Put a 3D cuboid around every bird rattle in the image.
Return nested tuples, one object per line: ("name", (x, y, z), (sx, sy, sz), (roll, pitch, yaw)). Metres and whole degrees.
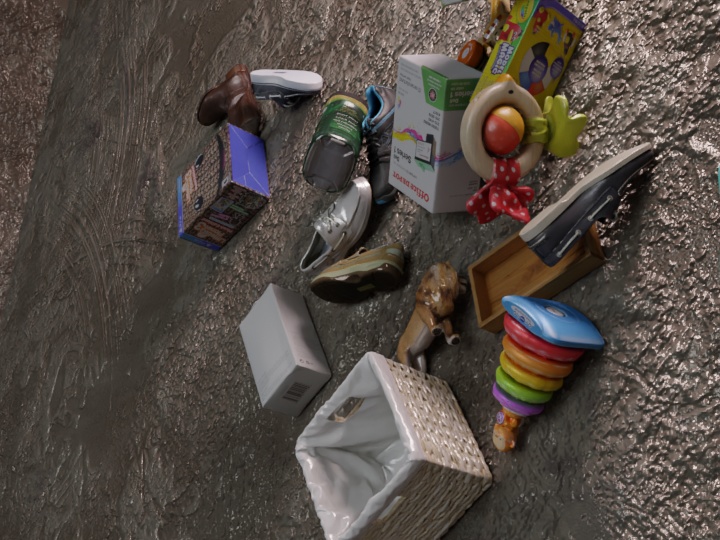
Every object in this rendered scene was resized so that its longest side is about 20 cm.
("bird rattle", (0.197, -0.168, 1.366), (0.200, 0.163, 0.113), (-47, 22, -2))

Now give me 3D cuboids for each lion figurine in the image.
("lion figurine", (0.090, 0.091, 1.465), (0.202, 0.071, 0.123), (-57, 30, 25))

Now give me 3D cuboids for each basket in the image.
("basket", (0.041, 0.257, 1.371), (0.199, 0.159, 0.201), (-52, 40, 23))

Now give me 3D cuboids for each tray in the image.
("tray", (0.232, -0.007, 1.351), (0.199, 0.037, 0.100), (-37, 46, 37))

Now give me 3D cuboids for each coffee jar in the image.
("coffee jar", (-0.039, -0.224, 1.719), (0.201, 0.084, 0.105), (-78, 10, -56))

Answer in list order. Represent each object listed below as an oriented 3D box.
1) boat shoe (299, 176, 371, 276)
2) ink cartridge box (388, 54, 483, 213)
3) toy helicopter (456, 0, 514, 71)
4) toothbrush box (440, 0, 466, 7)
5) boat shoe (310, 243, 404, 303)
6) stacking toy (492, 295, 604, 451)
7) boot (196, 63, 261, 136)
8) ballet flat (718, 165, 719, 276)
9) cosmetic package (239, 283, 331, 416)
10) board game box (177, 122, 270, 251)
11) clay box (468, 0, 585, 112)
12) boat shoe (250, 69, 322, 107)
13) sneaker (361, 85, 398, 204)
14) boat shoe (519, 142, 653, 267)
("boat shoe", (-0.044, -0.069, 1.694), (0.071, 0.068, 0.202), (56, 130, 43))
("ink cartridge box", (0.115, -0.204, 1.496), (0.145, 0.082, 0.204), (41, 133, 54))
("toy helicopter", (0.216, -0.380, 1.525), (0.132, 0.078, 0.203), (-42, 31, 43))
("toothbrush box", (0.199, -0.444, 1.431), (0.143, 0.200, 0.088), (-9, 105, 27))
("boat shoe", (0.000, 0.000, 1.644), (0.198, 0.071, 0.077), (-12, 49, 42))
("stacking toy", (0.208, 0.140, 1.272), (0.116, 0.108, 0.203), (43, 119, 50))
("boot", (-0.284, -0.321, 2.184), (0.187, 0.063, 0.202), (-46, 46, 33))
("ballet flat", (0.423, -0.038, 1.084), (0.066, 0.067, 0.204), (-14, 64, 41))
("cosmetic package", (-0.133, 0.135, 1.735), (0.113, 0.080, 0.202), (-49, 39, 26))
("board game box", (-0.284, -0.169, 2.071), (0.199, 0.096, 0.162), (-40, 45, 35))
("clay box", (0.230, -0.278, 1.415), (0.047, 0.114, 0.203), (30, 99, 45))
("boat shoe", (-0.147, -0.359, 2.010), (0.198, 0.071, 0.069), (14, 118, 41))
("sneaker", (0.030, -0.210, 1.681), (0.073, 0.081, 0.204), (-15, 64, 46))
("boat shoe", (0.293, -0.082, 1.263), (0.199, 0.063, 0.073), (-38, 4, -1))
